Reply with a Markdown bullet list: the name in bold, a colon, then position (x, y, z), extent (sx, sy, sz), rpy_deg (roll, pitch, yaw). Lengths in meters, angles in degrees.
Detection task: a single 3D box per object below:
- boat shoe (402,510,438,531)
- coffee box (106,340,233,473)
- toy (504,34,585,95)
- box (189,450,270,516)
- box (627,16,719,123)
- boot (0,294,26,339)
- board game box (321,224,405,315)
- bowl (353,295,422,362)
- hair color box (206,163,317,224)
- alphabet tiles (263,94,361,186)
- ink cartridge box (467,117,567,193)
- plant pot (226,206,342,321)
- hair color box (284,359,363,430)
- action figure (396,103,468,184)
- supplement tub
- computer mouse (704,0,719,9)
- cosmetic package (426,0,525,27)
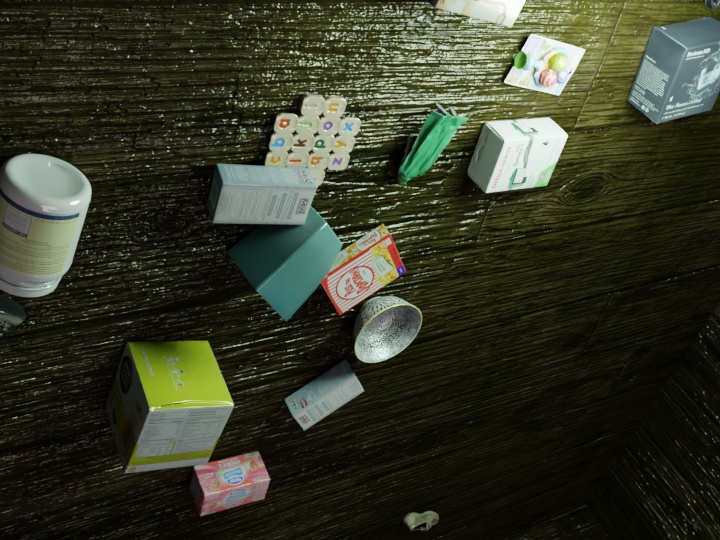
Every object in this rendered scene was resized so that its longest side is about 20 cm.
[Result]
- **boat shoe**: position (0.248, 0.998, 2.974), extent (0.198, 0.065, 0.073), rpy_deg (19, 118, -46)
- **coffee box**: position (-0.424, 0.294, 1.660), extent (0.197, 0.201, 0.200), rpy_deg (4, 127, -37)
- **toy**: position (0.417, -0.442, 1.658), extent (0.196, 0.048, 0.116), rpy_deg (2, 130, -37)
- **box**: position (-0.361, 0.588, 2.083), extent (0.196, 0.103, 0.096), rpy_deg (-5, 133, -31)
- **box**: position (0.784, -0.487, 1.828), extent (0.193, 0.118, 0.203), rpy_deg (-16, 137, -22)
- **boot**: position (-0.723, 0.101, 1.341), extent (0.154, 0.074, 0.203), rpy_deg (-49, 143, 9)
- **board game box**: position (0.000, 0.000, 1.798), extent (0.198, 0.047, 0.152), rpy_deg (-33, 141, -3)
- **bowl**: position (0.052, 0.132, 1.932), extent (0.197, 0.095, 0.204), rpy_deg (-20, 138, -18)
- **hair color box**: position (-0.193, -0.148, 1.479), extent (0.196, 0.061, 0.100), rpy_deg (-1, 135, -29)
- **alphabet tiles**: position (-0.095, -0.255, 1.496), extent (0.192, 0.015, 0.203), rpy_deg (-6, 132, -33)
- **ink cartridge box**: position (0.366, -0.270, 1.764), extent (0.196, 0.085, 0.148), rpy_deg (-11, 135, -29)
- **plant pot**: position (-0.146, -0.032, 1.590), extent (0.199, 0.141, 0.142), rpy_deg (-42, 142, -4)
- **hair color box**: position (-0.097, 0.339, 2.047), extent (0.198, 0.061, 0.100), rpy_deg (-33, 141, -5)
- **action figure**: position (0.135, -0.264, 1.625), extent (0.116, 0.055, 0.201), rpy_deg (4, 134, -40)
- **supplement tub**: position (-0.540, -0.073, 1.249), extent (0.143, 0.146, 0.202), rpy_deg (4, 128, -38)
- **computer mouse**: position (0.879, -0.695, 1.742), extent (0.199, 0.046, 0.140), rpy_deg (-40, 140, 4)
- **cosmetic package**: position (0.202, -0.523, 1.375), extent (0.196, 0.104, 0.088), rpy_deg (0, 132, -34)
